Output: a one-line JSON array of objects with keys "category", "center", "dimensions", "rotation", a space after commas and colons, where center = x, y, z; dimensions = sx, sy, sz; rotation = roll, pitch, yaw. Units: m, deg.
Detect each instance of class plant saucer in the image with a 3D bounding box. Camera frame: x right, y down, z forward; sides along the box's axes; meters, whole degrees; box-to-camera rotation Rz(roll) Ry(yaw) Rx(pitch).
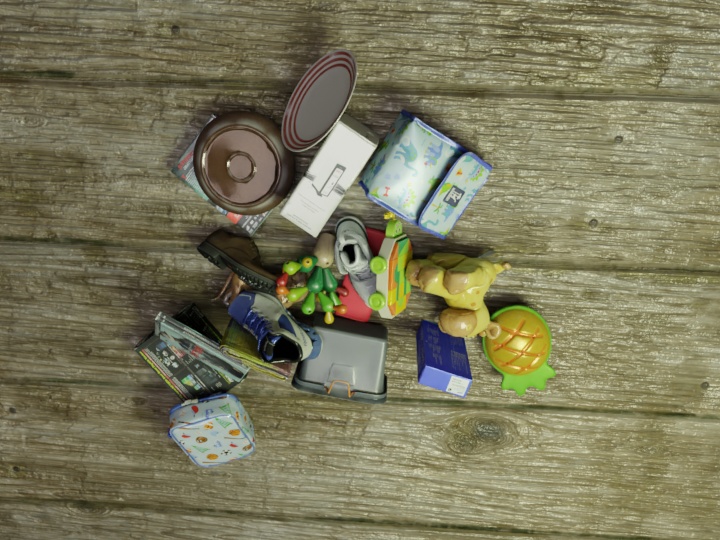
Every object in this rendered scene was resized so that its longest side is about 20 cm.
[{"category": "plant saucer", "center": [-0.223, -0.198, 1.213], "dimensions": [0.199, 0.032, 0.201], "rotation": [1, 108, 4]}]

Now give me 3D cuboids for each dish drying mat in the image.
[{"category": "dish drying mat", "center": [0.008, 0.009, 1.316], "dimensions": [0.076, 0.018, 0.201], "rotation": [17, 109, -1]}]

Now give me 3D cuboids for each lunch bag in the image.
[{"category": "lunch bag", "center": [0.124, -0.171, 1.194], "dimensions": [0.199, 0.128, 0.170], "rotation": [29, 105, -20]}, {"category": "lunch bag", "center": [-0.322, 0.344, 1.385], "dimensions": [0.159, 0.076, 0.201], "rotation": [-14, 136, 1]}]

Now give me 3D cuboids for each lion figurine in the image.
[{"category": "lion figurine", "center": [-0.207, 0.037, 1.314], "dimensions": [0.199, 0.072, 0.123], "rotation": [15, 103, 3]}]

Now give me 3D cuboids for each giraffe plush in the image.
[{"category": "giraffe plush", "center": [0.195, 0.058, 1.248], "dimensions": [0.199, 0.172, 0.163], "rotation": [-10, 107, -27]}]

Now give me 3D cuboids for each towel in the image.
[{"category": "towel", "center": [-0.202, 0.143, 1.273], "dimensions": [0.143, 0.200, 0.023], "rotation": [24, 107, -12]}]

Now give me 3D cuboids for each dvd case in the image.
[{"category": "dvd case", "center": [-0.249, -0.184, 1.255], "dimensions": [0.200, 0.022, 0.146], "rotation": [38, 108, -11]}, {"category": "dvd case", "center": [-0.314, 0.155, 1.270], "dimensions": [0.199, 0.146, 0.022], "rotation": [32, 66, -7]}]

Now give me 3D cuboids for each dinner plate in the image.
[{"category": "dinner plate", "center": [-0.070, -0.297, 1.133], "dimensions": [0.024, 0.200, 0.200], "rotation": [26, 112, -36]}]

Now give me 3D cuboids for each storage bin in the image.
[{"category": "storage bin", "center": [-0.032, 0.178, 1.315], "dimensions": [0.199, 0.146, 0.135], "rotation": [10, 106, 1]}]

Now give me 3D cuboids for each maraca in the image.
[{"category": "maraca", "center": [0.322, 0.163, 1.301], "dimensions": [0.136, 0.107, 0.201], "rotation": [-16, 108, 12]}]

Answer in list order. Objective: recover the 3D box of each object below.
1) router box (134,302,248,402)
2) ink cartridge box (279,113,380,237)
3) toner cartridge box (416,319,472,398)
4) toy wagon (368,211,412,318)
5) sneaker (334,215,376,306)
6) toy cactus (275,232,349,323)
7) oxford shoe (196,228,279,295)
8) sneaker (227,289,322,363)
[{"category": "router box", "center": [-0.360, 0.190, 1.381], "dimensions": [0.150, 0.062, 0.200], "rotation": [-34, 104, 14]}, {"category": "ink cartridge box", "center": [-0.055, -0.180, 1.184], "dimensions": [0.084, 0.146, 0.200], "rotation": [33, 108, -8]}, {"category": "toner cartridge box", "center": [0.161, 0.169, 1.265], "dimensions": [0.095, 0.200, 0.043], "rotation": [20, 111, -3]}, {"category": "toy wagon", "center": [0.063, -0.012, 1.229], "dimensions": [0.039, 0.155, 0.201], "rotation": [8, 104, 22]}, {"category": "sneaker", "center": [0.000, 0.000, 1.242], "dimensions": [0.075, 0.115, 0.201], "rotation": [-19, 107, 11]}, {"category": "toy cactus", "center": [-0.080, 0.005, 1.254], "dimensions": [0.102, 0.166, 0.200], "rotation": [-3, 154, 41]}, {"category": "oxford shoe", "center": [-0.223, -0.023, 1.268], "dimensions": [0.199, 0.073, 0.085], "rotation": [33, 69, 13]}, {"category": "sneaker", "center": [-0.173, 0.113, 1.226], "dimensions": [0.199, 0.115, 0.081], "rotation": [32, 106, 11]}]
